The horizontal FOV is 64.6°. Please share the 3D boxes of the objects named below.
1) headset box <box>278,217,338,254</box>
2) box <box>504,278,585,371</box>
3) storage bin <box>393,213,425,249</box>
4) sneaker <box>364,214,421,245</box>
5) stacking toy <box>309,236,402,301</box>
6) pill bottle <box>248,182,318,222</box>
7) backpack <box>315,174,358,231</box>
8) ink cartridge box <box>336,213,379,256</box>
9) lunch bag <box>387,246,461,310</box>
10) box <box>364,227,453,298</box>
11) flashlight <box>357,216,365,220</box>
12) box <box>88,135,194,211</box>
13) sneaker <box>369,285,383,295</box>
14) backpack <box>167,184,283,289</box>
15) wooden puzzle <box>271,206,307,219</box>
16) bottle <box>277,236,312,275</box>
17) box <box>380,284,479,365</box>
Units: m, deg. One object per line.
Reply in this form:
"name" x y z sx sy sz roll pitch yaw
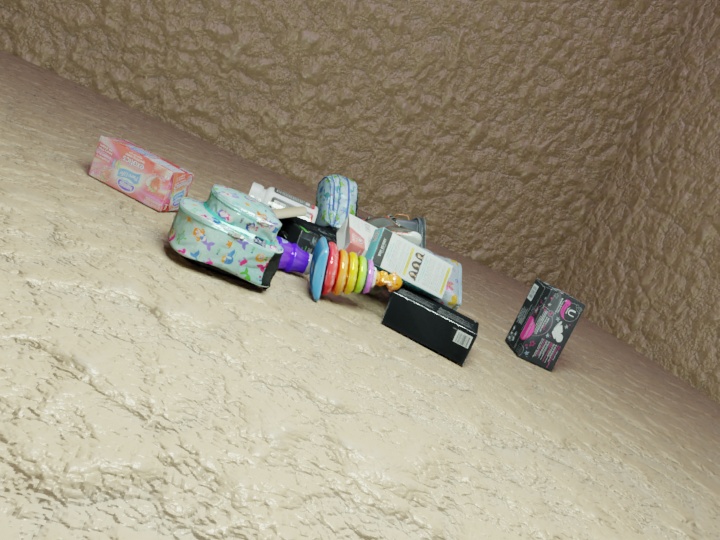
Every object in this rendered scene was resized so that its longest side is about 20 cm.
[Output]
"headset box" -0.117 -0.058 1.410 0.196 0.095 0.174 18 12 -30
"box" 0.506 0.147 1.570 0.112 0.204 0.132 24 10 -7
"storage bin" 0.082 -0.091 1.622 0.131 0.150 0.199 9 -15 -23
"sneaker" 0.075 -0.110 1.444 0.196 0.083 0.077 10 -25 38
"stacking toy" -0.006 0.008 1.187 0.194 0.119 0.110 9 16 -11
"pill bottle" -0.227 -0.163 1.605 0.196 0.116 0.114 23 10 -13
"backpack" -0.070 -0.177 1.661 0.151 0.204 0.163 25 -16 -13
"ink cartridge box" 0.042 -0.037 1.341 0.196 0.068 0.118 25 33 -21
"lunch bag" 0.169 0.025 1.465 0.166 0.128 0.203 22 42 -9
"box" 0.108 -0.014 1.273 0.197 0.084 0.049 27 -11 -21
"flashlight" 0.036 -0.163 2.350 0.067 0.069 0.199 20 10 -37
"box" -0.495 -0.218 1.294 0.196 0.097 0.103 26 11 7
"sneaker" 0.000 0.000 1.490 0.073 0.085 0.203 -1 48 -29
"backpack" -0.245 -0.068 1.043 0.195 0.154 0.178 15 15 -24
"wooden puzzle" -0.249 -0.123 1.334 0.197 0.038 0.182 3 11 45
"bottle" -0.195 -0.044 1.236 0.196 0.067 0.084 21 10 -23
"box" 0.157 0.115 1.255 0.196 0.081 0.141 27 13 11
